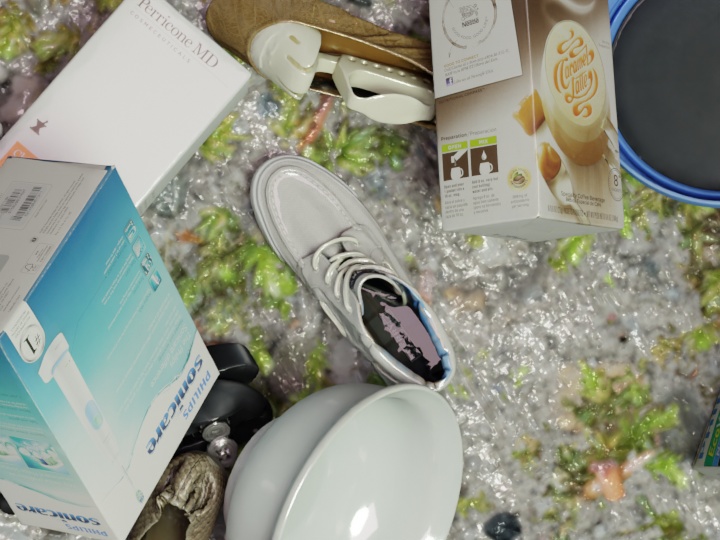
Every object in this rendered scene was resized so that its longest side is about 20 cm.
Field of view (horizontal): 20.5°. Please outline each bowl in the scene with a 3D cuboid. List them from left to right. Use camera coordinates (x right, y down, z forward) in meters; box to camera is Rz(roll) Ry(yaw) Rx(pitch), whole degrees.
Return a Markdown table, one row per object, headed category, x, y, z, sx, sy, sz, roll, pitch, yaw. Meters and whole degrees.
| category | x | y | z | sx | sy | sz | roll | pitch | yaw |
| --- | --- | --- | --- | --- | --- | --- | --- | --- | --- |
| bowl | -0.026 | 0.154 | 1.319 | 0.090 | 0.201 | 0.201 | 23 | 83 | 34 |
| bowl | 0.254 | -0.140 | 1.389 | 0.200 | 0.039 | 0.201 | -2 | 80 | 12 |

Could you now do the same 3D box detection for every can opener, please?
| category | x | y | z | sx | sy | sz | roll | pitch | yaw |
| --- | --- | --- | --- | --- | --- | --- | --- | --- | --- |
| can opener | -0.155 | 0.120 | 1.357 | 0.200 | 0.079 | 0.063 | -25 | 128 | -4 |

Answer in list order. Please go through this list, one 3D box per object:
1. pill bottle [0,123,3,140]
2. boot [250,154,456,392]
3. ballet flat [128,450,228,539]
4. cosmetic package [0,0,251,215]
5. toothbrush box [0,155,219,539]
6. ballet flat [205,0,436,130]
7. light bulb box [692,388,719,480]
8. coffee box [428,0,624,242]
| category | x | y | z | sx | sy | sz | roll | pitch | yaw |
| --- | --- | --- | --- | --- | --- | --- | --- | --- | --- |
| pill bottle | -0.337 | -0.135 | 1.324 | 0.104 | 0.104 | 0.200 | -40 | 90 | -7 |
| boot | 0.000 | 0.000 | 1.353 | 0.074 | 0.096 | 0.200 | -40 | 91 | -7 |
| ballet flat | -0.138 | 0.213 | 1.326 | 0.067 | 0.046 | 0.200 | 23 | 104 | 7 |
| cosmetic package | -0.176 | -0.085 | 1.354 | 0.101 | 0.071 | 0.200 | 40 | 83 | -2 |
| toothbrush box | -0.183 | 0.050 | 1.244 | 0.085 | 0.200 | 0.147 | 6 | 51 | 28 |
| ballet flat | -0.012 | -0.138 | 1.369 | 0.200 | 0.072 | 0.068 | 19 | 129 | -8 |
| light bulb box | 0.353 | 0.109 | 1.330 | 0.198 | 0.200 | 0.125 | 21 | 83 | -4 |
| coffee box | 0.111 | -0.125 | 1.350 | 0.080 | 0.114 | 0.200 | -8 | 83 | 36 |
